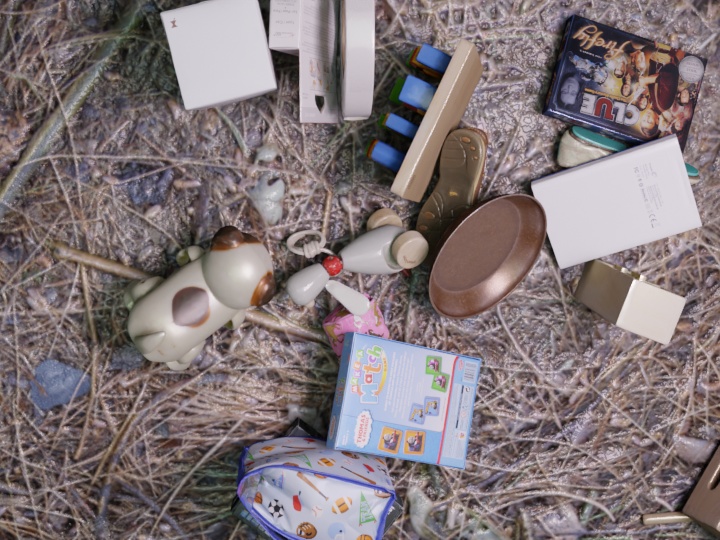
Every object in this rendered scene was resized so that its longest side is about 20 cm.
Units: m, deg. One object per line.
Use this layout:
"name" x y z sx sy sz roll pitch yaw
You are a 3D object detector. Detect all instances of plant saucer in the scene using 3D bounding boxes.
"plant saucer" 0.164 -0.025 1.359 0.198 0.037 0.202 -24 137 -24

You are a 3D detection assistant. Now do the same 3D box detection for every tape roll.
"tape roll" -0.006 -0.294 1.270 0.036 0.203 0.207 -1 99 -3

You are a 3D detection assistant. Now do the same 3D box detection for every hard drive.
"hard drive" 0.346 -0.091 1.368 0.197 0.025 0.133 -18 112 17

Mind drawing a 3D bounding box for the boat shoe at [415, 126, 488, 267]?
"boat shoe" 0.131 -0.098 1.371 0.071 0.067 0.203 26 116 21

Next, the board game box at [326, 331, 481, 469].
"board game box" 0.060 0.175 1.350 0.197 0.036 0.154 14 82 -25

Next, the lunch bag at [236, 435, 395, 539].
"lunch bag" -0.067 0.291 1.328 0.197 0.170 0.126 18 93 -7

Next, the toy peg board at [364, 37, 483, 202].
"toy peg board" 0.068 -0.202 1.300 0.097 0.199 0.202 26 96 9

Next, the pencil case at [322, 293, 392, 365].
"pencil case" 0.021 0.134 1.397 0.082 0.087 0.202 -23 101 19

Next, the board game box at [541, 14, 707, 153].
"board game box" 0.359 -0.249 1.369 0.197 0.035 0.138 16 87 -6

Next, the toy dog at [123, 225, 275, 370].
"toy dog" -0.206 0.024 1.318 0.199 0.194 0.141 -34 87 9

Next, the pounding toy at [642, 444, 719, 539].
"pounding toy" 0.550 0.337 1.446 0.183 0.142 0.202 34 85 -8

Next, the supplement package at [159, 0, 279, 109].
"supplement package" -0.169 -0.270 1.264 0.115 0.200 0.119 -13 99 -1

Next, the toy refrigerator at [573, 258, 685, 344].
"toy refrigerator" 0.354 0.034 1.340 0.075 0.200 0.071 20 98 -5

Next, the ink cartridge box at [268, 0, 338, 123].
"ink cartridge box" -0.068 -0.276 1.268 0.044 0.200 0.180 3 98 11

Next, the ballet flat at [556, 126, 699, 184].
"ballet flat" 0.365 -0.142 1.392 0.197 0.068 0.063 19 117 0

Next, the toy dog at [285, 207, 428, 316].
"toy dog" 0.000 0.000 1.369 0.197 0.133 0.097 -15 130 6

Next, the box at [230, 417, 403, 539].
"box" -0.061 0.335 1.442 0.199 0.044 0.161 39 95 -8
